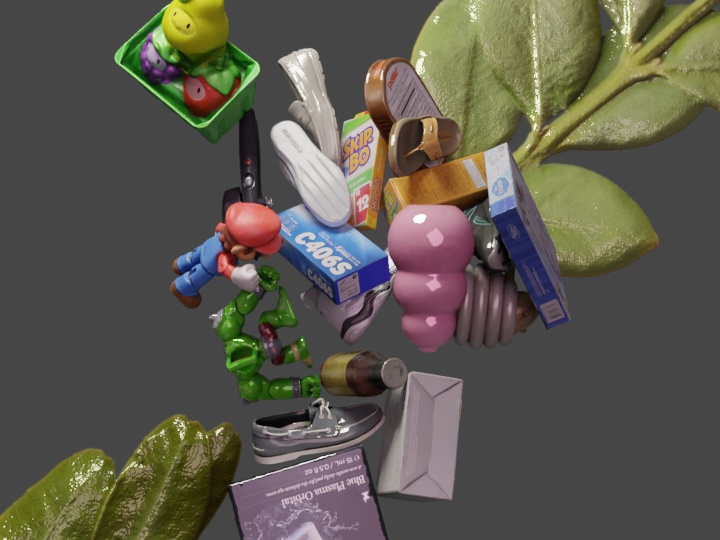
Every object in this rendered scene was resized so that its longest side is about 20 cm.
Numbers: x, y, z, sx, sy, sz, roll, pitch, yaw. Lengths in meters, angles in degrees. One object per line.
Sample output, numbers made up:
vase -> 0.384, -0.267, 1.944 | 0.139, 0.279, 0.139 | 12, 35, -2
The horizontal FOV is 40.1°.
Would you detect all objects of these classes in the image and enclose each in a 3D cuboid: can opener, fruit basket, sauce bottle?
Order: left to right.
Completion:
fruit basket -> -0.248, -0.315, 1.432 | 0.215, 0.216, 0.156 | 43, 75, 3
can opener -> -0.169, -0.151, 1.492 | 0.077, 0.063, 0.205 | 2, 77, -7
sauce bottle -> 0.006, 0.145, 1.374 | 0.065, 0.199, 0.068 | 3, 83, -26

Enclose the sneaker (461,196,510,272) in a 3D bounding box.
sneaker -> 0.175, -0.044, 1.447 | 0.078, 0.201, 0.077 | -14, 110, 8

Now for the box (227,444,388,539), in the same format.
box -> -0.067, 0.365, 1.358 | 0.193, 0.118, 0.204 | -14, 80, -11

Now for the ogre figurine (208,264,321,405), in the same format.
ogre figurine -> -0.140, 0.105, 1.414 | 0.118, 0.098, 0.203 | -22, 123, -9

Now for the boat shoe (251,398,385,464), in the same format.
boat shoe -> -0.061, 0.219, 1.409 | 0.196, 0.073, 0.063 | -15, 109, -7

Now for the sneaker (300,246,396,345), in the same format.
sneaker -> 0.000, 0.000, 1.474 | 0.114, 0.075, 0.202 | 35, 77, -1

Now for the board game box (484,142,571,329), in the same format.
board game box -> 0.239, -0.053, 1.426 | 0.043, 0.200, 0.202 | -22, 117, 17

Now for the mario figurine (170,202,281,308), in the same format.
mario figurine -> -0.178, -0.016, 1.402 | 0.105, 0.198, 0.125 | -9, 71, -55

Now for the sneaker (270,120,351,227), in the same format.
sneaker -> -0.068, -0.137, 1.474 | 0.072, 0.071, 0.202 | -28, 61, -6

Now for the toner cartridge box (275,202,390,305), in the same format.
toner cartridge box -> -0.050, -0.031, 1.422 | 0.094, 0.044, 0.199 | -24, 39, -25

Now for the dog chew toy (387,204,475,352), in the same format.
dog chew toy -> 0.096, 0.011, 1.375 | 0.122, 0.125, 0.205 | 1, 95, -8

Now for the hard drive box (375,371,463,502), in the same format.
hard drive box -> 0.078, 0.236, 1.366 | 0.075, 0.200, 0.159 | 9, 76, -6

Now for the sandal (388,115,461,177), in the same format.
sandal -> 0.103, -0.191, 1.458 | 0.199, 0.053, 0.082 | -23, 106, -50

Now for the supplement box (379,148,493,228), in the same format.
supplement box -> 0.128, -0.122, 1.501 | 0.197, 0.067, 0.070 | -20, 71, -27

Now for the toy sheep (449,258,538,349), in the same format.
toy sheep -> 0.169, 0.050, 1.464 | 0.195, 0.138, 0.141 | 3, 76, 8

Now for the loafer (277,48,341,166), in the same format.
loafer -> -0.077, -0.246, 1.529 | 0.068, 0.070, 0.204 | -15, 73, -5

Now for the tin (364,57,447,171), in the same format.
tin -> 0.075, -0.232, 1.499 | 0.201, 0.041, 0.113 | 52, 46, -35

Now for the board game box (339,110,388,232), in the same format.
board game box -> 0.000, -0.156, 1.504 | 0.030, 0.095, 0.204 | 23, 70, -36
